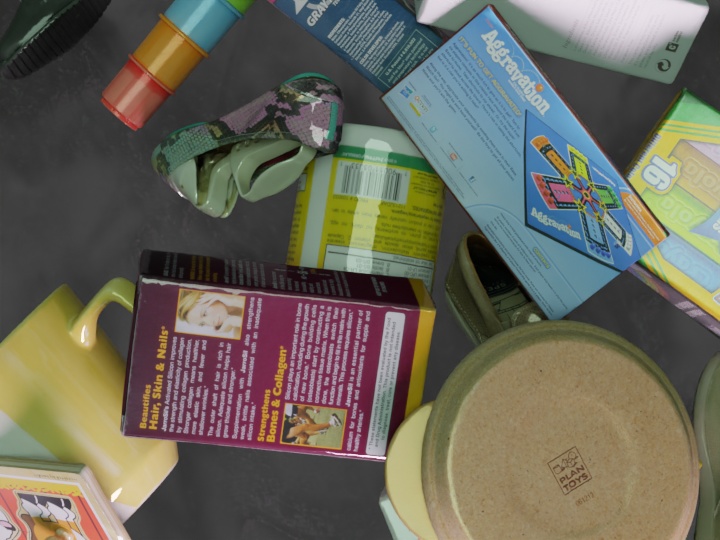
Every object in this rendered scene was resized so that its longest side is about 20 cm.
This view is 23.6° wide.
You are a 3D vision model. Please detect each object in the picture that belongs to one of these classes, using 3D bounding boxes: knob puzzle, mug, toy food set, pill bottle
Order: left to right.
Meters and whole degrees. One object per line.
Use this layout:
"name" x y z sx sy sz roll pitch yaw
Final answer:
"knob puzzle" -0.235 0.215 1.255 0.218 0.220 0.031 26 48 5
"mug" -0.208 0.110 1.253 0.153 0.186 0.150 45 58 -4
"pill bottle" 0.000 0.000 1.266 0.112 0.113 0.202 8 88 4
"toy food set" 0.130 0.134 1.133 0.198 0.049 0.200 46 75 -2

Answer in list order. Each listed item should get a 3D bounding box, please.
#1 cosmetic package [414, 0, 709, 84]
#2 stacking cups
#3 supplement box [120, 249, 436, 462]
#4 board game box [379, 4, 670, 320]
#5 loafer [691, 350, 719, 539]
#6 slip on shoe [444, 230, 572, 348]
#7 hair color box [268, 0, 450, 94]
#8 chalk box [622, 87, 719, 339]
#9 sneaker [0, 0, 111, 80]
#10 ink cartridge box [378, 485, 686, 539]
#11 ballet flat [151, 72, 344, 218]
"cosmetic package" 0.139 -0.210 1.237 0.198 0.102 0.072 11 130 -13
"stacking cups" -0.120 -0.194 1.307 0.060 0.061 0.200 40 90 4
"supplement box" -0.057 0.057 1.164 0.198 0.086 0.112 7 103 -6
"board game box" 0.112 -0.073 1.191 0.103 0.019 0.201 -38 86 18
"loafer" 0.279 0.152 1.234 0.068 0.076 0.202 -8 64 28
"slip on shoe" 0.125 0.047 1.231 0.075 0.061 0.200 -16 45 -19
"hair color box" -0.010 -0.191 1.248 0.199 0.100 0.061 37 99 -15
"chalk box" 0.274 -0.020 1.243 0.199 0.124 0.124 36 91 4
"sneaker" -0.226 -0.237 1.314 0.088 0.074 0.201 37 81 4
"ink cartridge box" 0.129 0.194 1.263 0.198 0.084 0.147 -23 87 3
"ballet flat" -0.088 -0.080 1.249 0.199 0.069 0.072 -20 59 42
